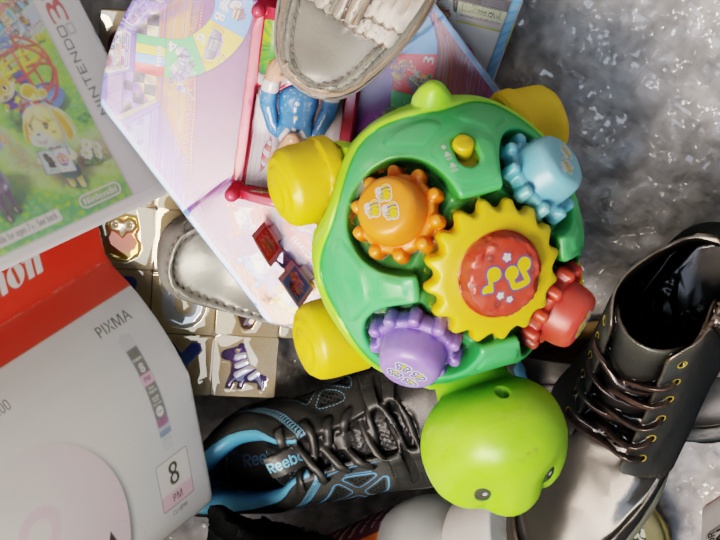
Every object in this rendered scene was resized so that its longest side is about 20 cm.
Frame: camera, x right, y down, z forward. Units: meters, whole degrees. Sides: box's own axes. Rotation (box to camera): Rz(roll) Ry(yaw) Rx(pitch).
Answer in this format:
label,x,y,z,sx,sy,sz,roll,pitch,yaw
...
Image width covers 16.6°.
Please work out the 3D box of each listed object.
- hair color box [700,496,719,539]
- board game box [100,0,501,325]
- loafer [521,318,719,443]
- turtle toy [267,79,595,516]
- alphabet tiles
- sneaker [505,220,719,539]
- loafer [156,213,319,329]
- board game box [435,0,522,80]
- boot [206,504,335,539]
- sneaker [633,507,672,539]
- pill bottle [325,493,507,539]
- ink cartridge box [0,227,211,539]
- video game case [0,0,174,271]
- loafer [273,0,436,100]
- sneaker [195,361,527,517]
label,x,y,z,sx,sy,sz,roll,pitch,yaw
hair color box,0.264,0.116,1.241,0.200,0.102,0.061,-37,108,27
board game box,-0.024,-0.069,1.148,0.158,0.039,0.200,-36,97,12
loafer,0.155,0.045,1.238,0.200,0.073,0.072,-16,111,17
turtle toy,0.047,0.012,1.110,0.145,0.101,0.200,-16,111,-19
alphabet tiles,-0.086,-0.031,1.239,0.166,0.006,0.200,3,109,-5
sneaker,0.118,0.062,1.167,0.075,0.106,0.200,30,98,15
loafer,0.000,0.000,1.216,0.199,0.070,0.070,1,109,-6
board game box,-0.013,-0.173,1.163,0.200,0.034,0.135,19,120,-1
boot,-0.080,0.199,1.260,0.198,0.073,0.163,23,105,32
sneaker,0.113,0.206,1.325,0.077,0.089,0.200,19,120,-1
pill bottle,0.019,0.182,1.298,0.200,0.110,0.110,-27,112,34
ink cartridge box,-0.149,0.058,1.172,0.057,0.162,0.200,11,120,32
video game case,-0.198,-0.084,1.128,0.022,0.200,0.182,-27,91,47
loafer,0.021,-0.166,1.088,0.072,0.063,0.200,31,95,-1
sneaker,-0.003,0.090,1.260,0.200,0.082,0.073,-21,92,31
